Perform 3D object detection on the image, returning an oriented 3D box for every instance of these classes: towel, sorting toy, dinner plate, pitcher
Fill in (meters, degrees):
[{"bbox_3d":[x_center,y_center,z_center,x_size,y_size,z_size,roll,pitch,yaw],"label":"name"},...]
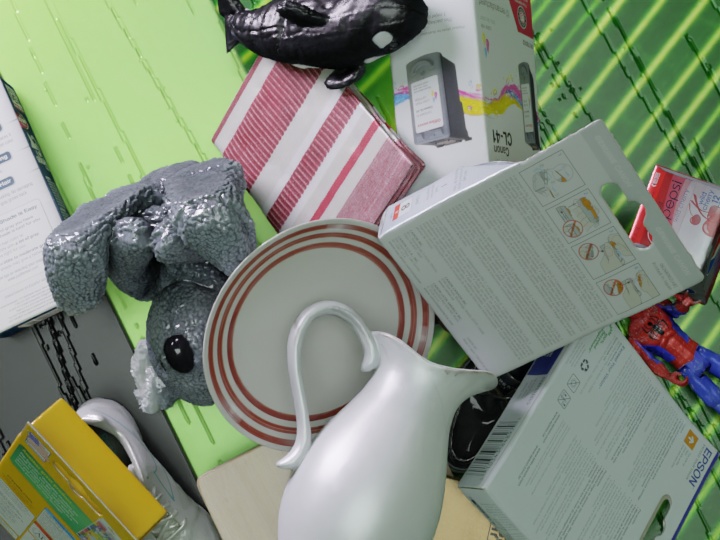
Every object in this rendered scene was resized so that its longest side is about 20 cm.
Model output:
[{"bbox_3d":[-0.041,-0.097,1.140,0.201,0.023,0.145,52,121,29],"label":"towel"},{"bbox_3d":[-0.009,0.221,1.173,0.197,0.070,0.202,-26,89,-2],"label":"sorting toy"},{"bbox_3d":[-0.033,0.051,1.097,0.197,0.024,0.203,-9,113,-21],"label":"dinner plate"},{"bbox_3d":[-0.006,0.140,1.061,0.170,0.121,0.202,27,79,-7],"label":"pitcher"}]

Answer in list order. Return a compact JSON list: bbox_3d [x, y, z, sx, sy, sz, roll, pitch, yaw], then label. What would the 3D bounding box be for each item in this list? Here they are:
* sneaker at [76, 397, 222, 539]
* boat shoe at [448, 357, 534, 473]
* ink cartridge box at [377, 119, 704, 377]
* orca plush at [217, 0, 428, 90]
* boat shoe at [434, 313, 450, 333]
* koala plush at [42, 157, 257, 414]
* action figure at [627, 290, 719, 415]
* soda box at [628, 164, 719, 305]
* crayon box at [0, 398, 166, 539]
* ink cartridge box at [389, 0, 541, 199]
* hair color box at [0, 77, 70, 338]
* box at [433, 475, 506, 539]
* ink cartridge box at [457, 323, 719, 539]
[{"bbox_3d":[-0.185,0.199,1.167,0.070,0.080,0.201,-39,90,-4],"label":"sneaker"},{"bbox_3d":[0.130,0.087,1.182,0.070,0.066,0.201,36,87,0],"label":"boat shoe"},{"bbox_3d":[0.136,-0.021,1.046,0.198,0.050,0.163,-28,115,24],"label":"ink cartridge box"},{"bbox_3d":[-0.046,-0.212,1.093,0.198,0.071,0.107,22,89,33],"label":"orca plush"},{"bbox_3d":[0.092,0.023,1.153,0.198,0.072,0.073,-30,77,15],"label":"boat shoe"},{"bbox_3d":[-0.142,0.023,1.151,0.175,0.184,0.203,-14,108,10],"label":"koala plush"},{"bbox_3d":[0.300,0.085,1.173,0.199,0.099,0.066,39,88,3],"label":"action figure"},{"bbox_3d":[0.264,-0.026,1.120,0.063,0.200,0.071,21,87,17],"label":"soda box"},{"bbox_3d":[-0.233,0.186,1.111,0.126,0.200,0.052,47,54,1],"label":"crayon box"},{"bbox_3d":[0.091,-0.143,1.144,0.084,0.147,0.203,-7,88,26],"label":"ink cartridge box"},{"bbox_3d":[-0.310,-0.053,1.183,0.099,0.061,0.202,-24,89,-2],"label":"hair color box"},{"bbox_3d":[0.033,0.263,1.126,0.161,0.021,0.203,14,88,-1],"label":"box"},{"bbox_3d":[0.196,0.165,1.145,0.200,0.040,0.200,48,62,-22],"label":"ink cartridge box"}]
